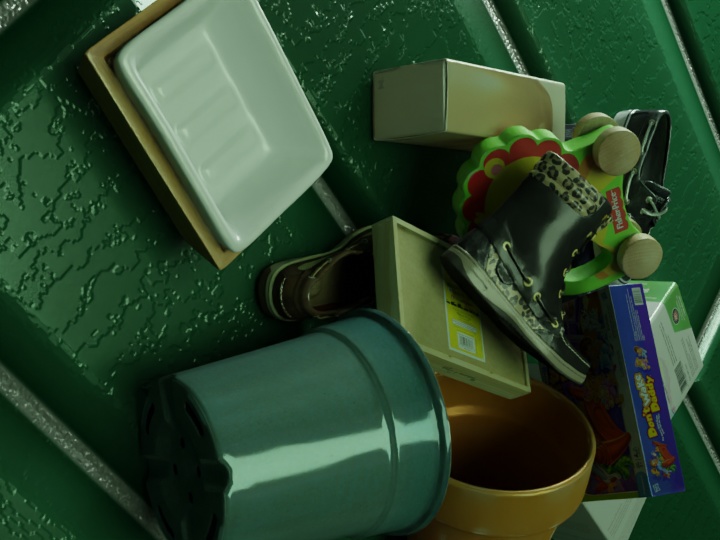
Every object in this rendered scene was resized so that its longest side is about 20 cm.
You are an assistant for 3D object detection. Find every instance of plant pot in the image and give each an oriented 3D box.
[{"bbox_3d":[0.121,0.229,0.996,0.199,0.199,0.185,-23,129,-41],"label":"plant pot"},{"bbox_3d":[-0.063,0.144,0.815,0.195,0.199,0.202,-8,98,-35],"label":"plant pot"}]

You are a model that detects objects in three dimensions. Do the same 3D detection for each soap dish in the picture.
[{"bbox_3d":[-0.123,-0.127,0.805,0.157,0.081,0.201,-48,123,-32],"label":"soap dish"}]

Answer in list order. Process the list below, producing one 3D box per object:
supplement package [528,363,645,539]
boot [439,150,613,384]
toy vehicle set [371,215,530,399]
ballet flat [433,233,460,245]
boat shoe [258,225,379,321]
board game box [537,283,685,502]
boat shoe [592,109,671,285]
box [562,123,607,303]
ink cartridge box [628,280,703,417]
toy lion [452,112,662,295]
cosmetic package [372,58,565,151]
[{"bbox_3d":[0.239,0.218,1.154,0.120,0.121,0.200,-55,127,-27],"label":"supplement package"},{"bbox_3d":[0.185,0.000,0.939,0.200,0.073,0.151,43,85,-20],"label":"boot"},{"bbox_3d":[0.089,0.040,0.942,0.199,0.026,0.125,24,53,-42],"label":"toy vehicle set"},{"bbox_3d":[0.068,0.046,1.010,0.069,0.071,0.201,48,61,-36],"label":"ballet flat"},{"bbox_3d":[0.001,0.006,0.938,0.201,0.074,0.075,-25,109,-41],"label":"boat shoe"},{"bbox_3d":[0.244,0.128,0.998,0.044,0.134,0.202,-3,76,-27],"label":"board game box"},{"bbox_3d":[0.309,-0.081,1.098,0.071,0.067,0.202,18,80,-43],"label":"boat shoe"},{"bbox_3d":[0.247,-0.057,1.159,0.200,0.104,0.148,-53,126,-30],"label":"box"},{"bbox_3d":[0.355,0.131,1.290,0.200,0.084,0.146,-45,122,-34],"label":"ink cartridge box"},{"bbox_3d":[0.193,-0.058,1.002,0.190,0.069,0.201,-23,119,-1],"label":"toy lion"},{"bbox_3d":[0.115,-0.165,1.024,0.199,0.105,0.072,-1,92,-43],"label":"cosmetic package"}]
